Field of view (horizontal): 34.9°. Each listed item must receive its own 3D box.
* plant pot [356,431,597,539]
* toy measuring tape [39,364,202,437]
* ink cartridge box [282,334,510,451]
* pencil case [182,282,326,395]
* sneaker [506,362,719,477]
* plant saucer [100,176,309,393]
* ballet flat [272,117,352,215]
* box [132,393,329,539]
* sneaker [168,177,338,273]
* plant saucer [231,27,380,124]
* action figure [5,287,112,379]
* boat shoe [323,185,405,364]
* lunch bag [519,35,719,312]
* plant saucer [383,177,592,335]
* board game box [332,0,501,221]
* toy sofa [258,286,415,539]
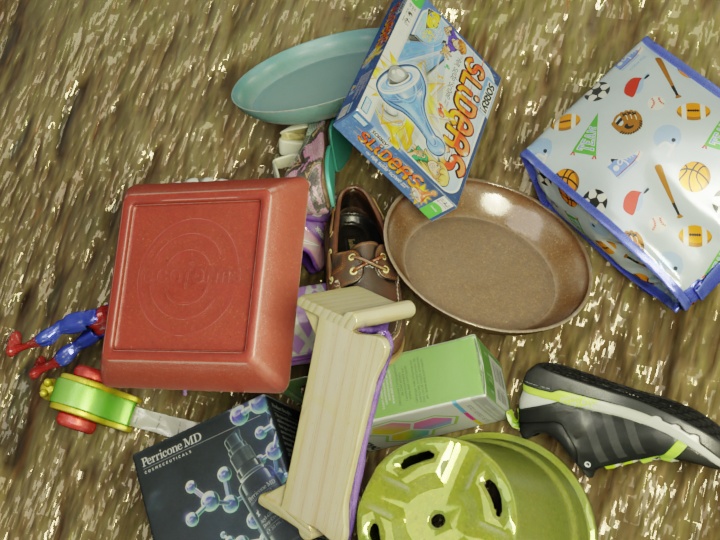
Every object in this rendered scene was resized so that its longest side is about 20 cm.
[{"bbox_3d":[0.085,0.219,0.960,0.200,0.184,0.201,-7,70,19],"label":"plant pot"},{"bbox_3d":[-0.254,0.141,1.178,0.199,0.074,0.074,12,77,24],"label":"toy measuring tape"},{"bbox_3d":[0.030,0.122,1.059,0.199,0.104,0.059,-15,67,15],"label":"ink cartridge box"},{"bbox_3d":[-0.083,0.062,1.103,0.199,0.084,0.086,-11,53,-5],"label":"pencil case"},{"bbox_3d":[0.227,0.146,1.009,0.200,0.072,0.083,19,100,27],"label":"sneaker"},{"bbox_3d":[-0.152,0.008,1.049,0.199,0.037,0.201,-1,75,23],"label":"plant saucer"},{"bbox_3d":[-0.051,-0.112,1.137,0.071,0.069,0.200,-3,30,9],"label":"ballet flat"},{"bbox_3d":[-0.103,0.241,1.067,0.148,0.107,0.200,-26,64,11],"label":"box"},{"bbox_3d":[-0.111,-0.041,1.149,0.199,0.080,0.089,7,85,-14],"label":"sneaker"},{"bbox_3d":[-0.035,-0.198,1.184,0.200,0.027,0.200,-14,30,8],"label":"plant saucer"},{"bbox_3d":[-0.277,0.040,1.221,0.200,0.065,0.099,-20,36,26],"label":"action figure"},{"bbox_3d":[0.000,0.000,1.056,0.070,0.070,0.200,-3,40,-12],"label":"boat shoe"},{"bbox_3d":[0.276,-0.079,1.028,0.170,0.124,0.200,-45,56,-2],"label":"lunch bag"},{"bbox_3d":[0.115,-0.008,1.063,0.200,0.037,0.201,8,45,-8],"label":"plant saucer"},{"bbox_3d":[0.059,-0.162,1.089,0.034,0.135,0.200,-27,30,41],"label":"board game box"},{"bbox_3d":[-0.009,0.120,0.949,0.097,0.083,0.201,22,108,35],"label":"toy sofa"}]
